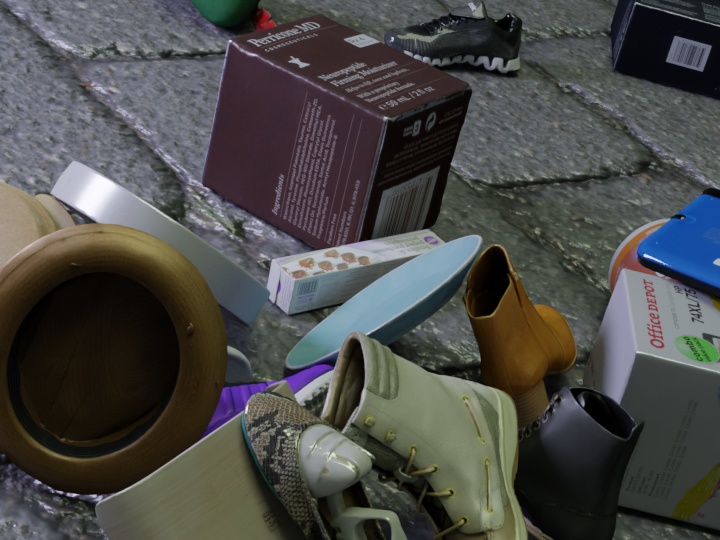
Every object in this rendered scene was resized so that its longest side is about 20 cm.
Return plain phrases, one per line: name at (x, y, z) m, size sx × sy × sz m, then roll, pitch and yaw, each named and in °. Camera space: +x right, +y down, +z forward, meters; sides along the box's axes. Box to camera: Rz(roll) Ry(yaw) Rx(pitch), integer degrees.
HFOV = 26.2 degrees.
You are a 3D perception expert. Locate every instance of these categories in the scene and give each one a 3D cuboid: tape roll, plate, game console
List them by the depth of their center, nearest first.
tape roll at (-0.167, -0.022, 1.306) m, size 0.202 × 0.037 × 0.203 m, roll 34°, pitch -6°, yaw 4°
plate at (0.024, 0.034, 1.312) m, size 0.026 × 0.199 × 0.200 m, roll 56°, pitch 31°, yaw -8°
game console at (0.366, 0.017, 1.343) m, size 0.170 × 0.120 × 0.199 m, roll -34°, pitch 40°, yaw -30°

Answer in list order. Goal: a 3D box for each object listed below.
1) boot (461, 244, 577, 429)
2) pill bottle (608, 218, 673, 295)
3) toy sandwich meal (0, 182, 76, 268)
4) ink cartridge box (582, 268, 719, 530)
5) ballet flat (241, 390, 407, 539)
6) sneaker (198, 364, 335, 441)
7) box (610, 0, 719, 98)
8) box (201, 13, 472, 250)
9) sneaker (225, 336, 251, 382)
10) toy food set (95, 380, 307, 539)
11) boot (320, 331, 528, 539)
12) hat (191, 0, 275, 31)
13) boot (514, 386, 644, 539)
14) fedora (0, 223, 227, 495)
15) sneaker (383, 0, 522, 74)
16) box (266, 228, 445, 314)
boot at (0.137, 0.037, 1.348) m, size 0.070 × 0.145 × 0.202 m, roll -11°, pitch 27°, yaw 17°
pill bottle at (0.317, 0.045, 1.457) m, size 0.111 × 0.113 × 0.201 m, roll 5°, pitch 29°, yaw -18°
toy sandwich meal at (-0.319, 0.009, 1.250) m, size 0.202 × 0.071 × 0.207 m, roll -4°, pitch 54°, yaw 6°
ink cartridge box at (0.295, 0.114, 1.290) m, size 0.197 × 0.148 × 0.147 m, roll 13°, pitch 28°, yaw -3°
ballet flat at (-0.007, 0.164, 1.028) m, size 0.068 × 0.075 × 0.202 m, roll -26°, pitch 91°, yaw -47°
sneaker at (-0.089, 0.110, 1.198) m, size 0.099 × 0.070 × 0.200 m, roll 25°, pitch 30°, yaw 23°
box at (0.467, -0.339, 2.214) m, size 0.197 × 0.105 × 0.183 m, roll 15°, pitch 30°, yaw 0°
box at (-0.025, -0.135, 1.558) m, size 0.199 × 0.166 × 0.165 m, roll 29°, pitch 31°, yaw 24°
sneaker at (-0.187, 0.043, 1.241) m, size 0.199 × 0.071 × 0.099 m, roll 23°, pitch 15°, yaw -36°
toy food set at (-0.080, 0.176, 1.046) m, size 0.199 × 0.060 × 0.145 m, roll -32°, pitch 97°, yaw -52°
boot at (0.042, 0.151, 1.097) m, size 0.154 × 0.072 × 0.202 m, roll 26°, pitch 47°, yaw -29°
hat at (-0.170, -0.312, 1.957) m, size 0.163 × 0.179 × 0.200 m, roll 2°, pitch -7°, yaw -18°
boot at (0.128, 0.126, 1.200) m, size 0.199 × 0.140 × 0.077 m, roll 30°, pitch 32°, yaw 28°
fedora at (-0.187, 0.059, 1.124) m, size 0.198 × 0.203 × 0.082 m, roll 14°, pitch 12°, yaw -1°
sneaker at (0.126, -0.313, 2.020) m, size 0.197 × 0.091 × 0.067 m, roll 3°, pitch 29°, yaw -20°
box at (0.000, 0.000, 1.464) m, size 0.198 × 0.042 × 0.039 m, roll -13°, pitch 39°, yaw -39°
